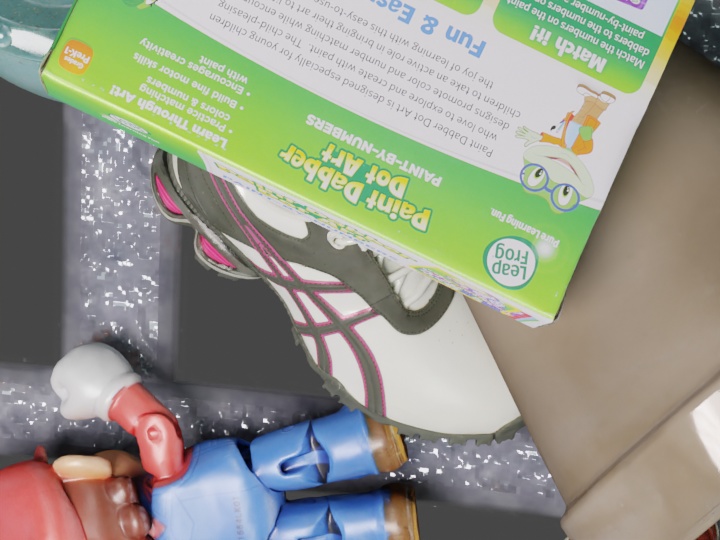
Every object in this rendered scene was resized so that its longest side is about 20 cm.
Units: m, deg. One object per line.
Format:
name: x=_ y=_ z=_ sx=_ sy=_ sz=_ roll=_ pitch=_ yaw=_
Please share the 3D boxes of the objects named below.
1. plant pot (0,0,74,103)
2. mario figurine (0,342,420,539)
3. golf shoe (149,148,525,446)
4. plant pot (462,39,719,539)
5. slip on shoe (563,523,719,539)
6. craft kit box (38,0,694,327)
plant pot: x=-0.107 y=-0.152 z=0.839 sx=0.199 sy=0.134 sz=0.201 roll=3 pitch=107 yaw=9
mario figurine: x=-0.076 y=0.097 z=0.952 sx=0.199 sy=0.106 sz=0.124 roll=-8 pitch=69 yaw=1
golf shoe: x=0.000 y=0.000 z=0.879 sx=0.200 sy=0.088 sz=0.077 roll=38 pitch=65 yaw=-4
plant pot: x=0.122 y=0.001 z=0.829 sx=0.200 sy=0.200 sz=0.174 roll=-43 pitch=80 yaw=18
slip on shoe: x=0.084 y=0.176 z=0.942 sx=0.074 sy=0.061 sz=0.200 roll=39 pitch=110 yaw=-5
craft kit box: x=0.018 y=-0.110 z=0.746 sx=0.199 sy=0.049 sz=0.198 roll=26 pitch=81 yaw=-2
